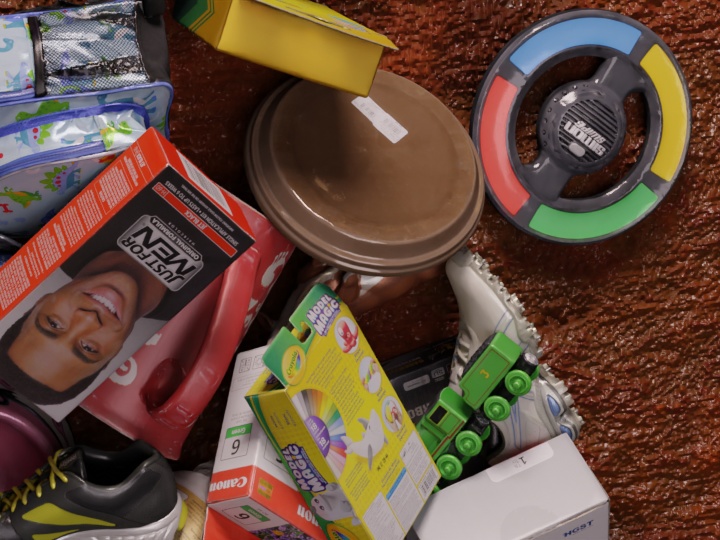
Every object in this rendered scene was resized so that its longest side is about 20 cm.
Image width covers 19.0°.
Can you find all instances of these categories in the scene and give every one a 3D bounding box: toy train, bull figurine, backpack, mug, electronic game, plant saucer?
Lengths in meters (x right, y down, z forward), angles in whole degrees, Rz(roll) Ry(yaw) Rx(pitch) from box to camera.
[{"bbox_3d":[0.073,0.131,1.749,0.056,0.042,0.200,38,117,1],"label":"toy train"},{"bbox_3d":[0.000,0.000,1.745,0.199,0.122,0.065,-31,71,-22],"label":"bull figurine"},{"bbox_3d":[-0.241,-0.111,1.595,0.199,0.183,0.148,-5,69,-11],"label":"backpack"},{"bbox_3d":[-0.131,0.039,1.690,0.201,0.177,0.133,-57,145,-2],"label":"mug"},{"bbox_3d":[0.186,-0.120,1.805,0.199,0.042,0.201,-4,105,-16],"label":"electronic game"},{"bbox_3d":[0.007,-0.086,1.696,0.199,0.201,0.030,2,147,-17],"label":"plant saucer"}]

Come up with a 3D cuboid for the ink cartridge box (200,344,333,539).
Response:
[{"bbox_3d":[-0.063,0.171,1.675,0.109,0.050,0.201,38,50,-39],"label":"ink cartridge box"}]

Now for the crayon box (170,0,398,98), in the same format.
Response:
[{"bbox_3d":[-0.061,-0.182,1.630,0.126,0.200,0.051,17,99,-19],"label":"crayon box"}]

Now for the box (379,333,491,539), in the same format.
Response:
[{"bbox_3d":[0.031,0.159,1.826,0.199,0.048,0.159,-19,108,-11],"label":"box"}]

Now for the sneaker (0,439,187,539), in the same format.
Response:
[{"bbox_3d":[-0.235,0.172,1.643,0.199,0.075,0.085,-9,124,-7],"label":"sneaker"}]

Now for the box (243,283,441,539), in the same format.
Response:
[{"bbox_3d":[-0.018,0.120,1.671,0.201,0.048,0.117,63,37,-22],"label":"box"}]

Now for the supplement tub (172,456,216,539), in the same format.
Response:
[{"bbox_3d":[-0.157,0.250,1.719,0.200,0.144,0.145,-33,112,-30],"label":"supplement tub"}]

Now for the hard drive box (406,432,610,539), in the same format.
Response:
[{"bbox_3d":[0.126,0.248,1.808,0.155,0.077,0.200,-23,144,-12],"label":"hard drive box"}]

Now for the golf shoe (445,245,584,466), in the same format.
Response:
[{"bbox_3d":[0.104,0.076,1.764,0.097,0.078,0.201,-29,109,-3],"label":"golf shoe"}]

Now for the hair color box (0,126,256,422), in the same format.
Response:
[{"bbox_3d":[-0.183,0.004,1.540,0.200,0.061,0.101,-42,125,9],"label":"hair color box"}]

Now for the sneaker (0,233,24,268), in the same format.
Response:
[{"bbox_3d":[-0.209,0.001,1.606,0.199,0.070,0.108,-23,150,18],"label":"sneaker"}]

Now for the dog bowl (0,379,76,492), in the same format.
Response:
[{"bbox_3d":[-0.319,0.175,1.713,0.199,0.074,0.201,-4,105,-15],"label":"dog bowl"}]
